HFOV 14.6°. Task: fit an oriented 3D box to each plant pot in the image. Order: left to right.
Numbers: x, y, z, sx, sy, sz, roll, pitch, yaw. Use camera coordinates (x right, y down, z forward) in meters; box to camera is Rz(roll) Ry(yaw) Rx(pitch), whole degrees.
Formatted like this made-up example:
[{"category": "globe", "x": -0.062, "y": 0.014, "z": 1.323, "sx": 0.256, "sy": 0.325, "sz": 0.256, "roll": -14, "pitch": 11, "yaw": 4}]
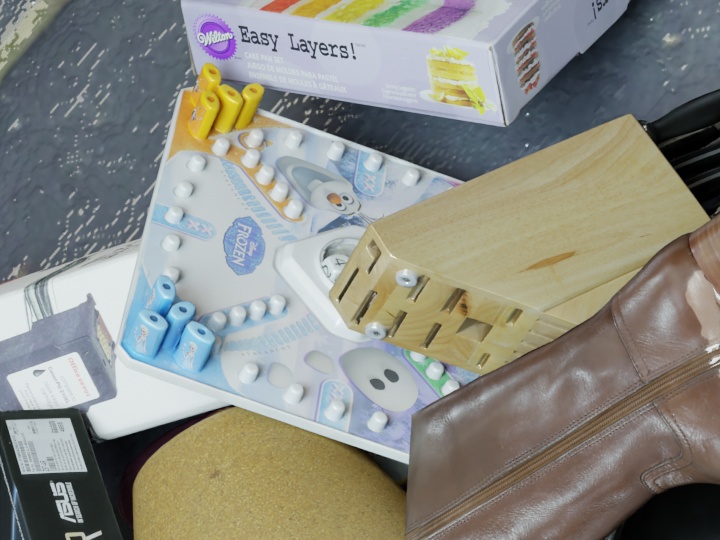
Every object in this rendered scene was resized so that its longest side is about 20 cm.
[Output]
[{"category": "plant pot", "x": -0.018, "y": 0.162, "z": 1.216, "sx": 0.186, "sy": 0.186, "sz": 0.200, "roll": -32, "pitch": 63, "yaw": 13}]

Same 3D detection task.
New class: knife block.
[{"category": "knife block", "x": 0.100, "y": -0.029, "z": 1.265, "sx": 0.199, "sy": 0.064, "sz": 0.176, "roll": 19, "pitch": 54, "yaw": -9}]

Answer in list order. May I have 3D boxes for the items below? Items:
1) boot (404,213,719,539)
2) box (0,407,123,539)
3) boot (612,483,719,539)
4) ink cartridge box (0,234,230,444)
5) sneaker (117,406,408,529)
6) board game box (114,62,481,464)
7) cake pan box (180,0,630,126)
[{"category": "boot", "x": 0.115, "y": 0.098, "z": 1.121, "sx": 0.200, "sy": 0.064, "sz": 0.187, "roll": -36, "pitch": 63, "yaw": 28}, {"category": "box", "x": -0.135, "y": 0.183, "z": 1.256, "sx": 0.200, "sy": 0.043, "sz": 0.161, "roll": -116, "pitch": 31, "yaw": -51}, {"category": "boot", "x": 0.179, "y": 0.066, "z": 1.195, "sx": 0.211, "sy": 0.158, "sz": 0.080, "roll": -31, "pitch": 57, "yaw": 13}, {"category": "ink cartridge box", "x": -0.128, "y": 0.036, "z": 1.376, "sx": 0.199, "sy": 0.145, "sz": 0.085, "roll": -17, "pitch": 95, "yaw": 22}, {"category": "sneaker", "x": -0.041, "y": 0.086, "z": 1.349, "sx": 0.199, "sy": 0.090, "sz": 0.075, "roll": -12, "pitch": 63, "yaw": 23}, {"category": "board game box", "x": 0.000, "y": 0.000, "z": 1.281, "sx": 0.200, "sy": 0.199, "sz": 0.026, "roll": -81, "pitch": 13, "yaw": -50}, {"category": "cake pan box", "x": 0.041, "y": -0.149, "z": 1.380, "sx": 0.184, "sy": 0.052, "sz": 0.200, "roll": 14, "pitch": 41, "yaw": 32}]
